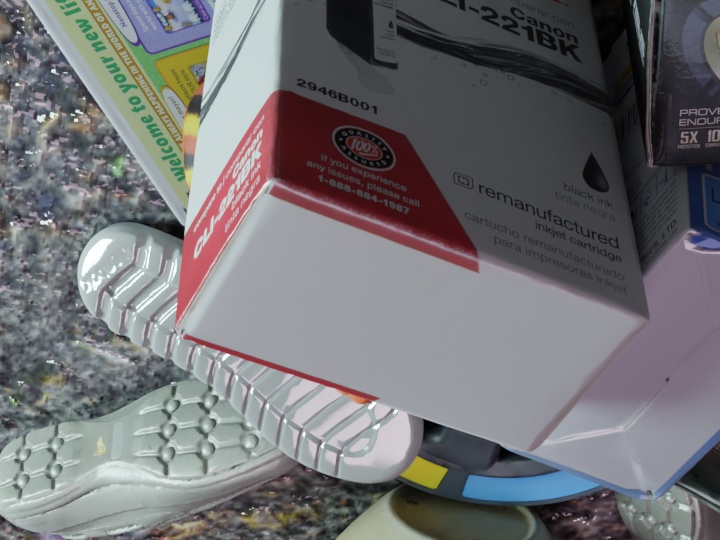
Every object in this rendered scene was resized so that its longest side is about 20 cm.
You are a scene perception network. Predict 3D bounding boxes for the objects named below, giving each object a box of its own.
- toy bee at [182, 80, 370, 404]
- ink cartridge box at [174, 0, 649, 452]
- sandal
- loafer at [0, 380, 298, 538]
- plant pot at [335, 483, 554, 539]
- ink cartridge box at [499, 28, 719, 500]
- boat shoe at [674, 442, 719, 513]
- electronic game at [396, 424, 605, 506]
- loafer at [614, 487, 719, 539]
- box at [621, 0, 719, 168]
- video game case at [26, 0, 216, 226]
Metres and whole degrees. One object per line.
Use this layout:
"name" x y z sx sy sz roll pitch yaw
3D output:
"toy bee" 0.000 0.000 0.690 0.200 0.109 0.131 26 177 -3
"ink cartridge box" 0.017 -0.050 0.585 0.144 0.200 0.084 20 131 -19
"sandal" -0.050 0.033 0.802 0.202 0.050 0.083 35 116 -4
"loafer" -0.115 0.111 0.881 0.199 0.070 0.070 -13 144 24
"plant pot" 0.052 0.203 0.910 0.200 0.200 0.135 8 107 -6
"ink cartridge box" 0.124 -0.028 0.635 0.076 0.200 0.137 23 132 -14
"boat shoe" 0.158 0.068 0.744 0.200 0.071 0.072 26 128 1
"electronic game" 0.073 0.063 0.835 0.199 0.042 0.200 6 135 6
"loafer" 0.200 0.150 0.922 0.070 0.070 0.200 27 143 43
"box" 0.194 -0.126 0.553 0.199 0.164 0.086 -2 137 6
"video game case" -0.042 -0.112 0.680 0.181 0.022 0.200 -15 135 17
